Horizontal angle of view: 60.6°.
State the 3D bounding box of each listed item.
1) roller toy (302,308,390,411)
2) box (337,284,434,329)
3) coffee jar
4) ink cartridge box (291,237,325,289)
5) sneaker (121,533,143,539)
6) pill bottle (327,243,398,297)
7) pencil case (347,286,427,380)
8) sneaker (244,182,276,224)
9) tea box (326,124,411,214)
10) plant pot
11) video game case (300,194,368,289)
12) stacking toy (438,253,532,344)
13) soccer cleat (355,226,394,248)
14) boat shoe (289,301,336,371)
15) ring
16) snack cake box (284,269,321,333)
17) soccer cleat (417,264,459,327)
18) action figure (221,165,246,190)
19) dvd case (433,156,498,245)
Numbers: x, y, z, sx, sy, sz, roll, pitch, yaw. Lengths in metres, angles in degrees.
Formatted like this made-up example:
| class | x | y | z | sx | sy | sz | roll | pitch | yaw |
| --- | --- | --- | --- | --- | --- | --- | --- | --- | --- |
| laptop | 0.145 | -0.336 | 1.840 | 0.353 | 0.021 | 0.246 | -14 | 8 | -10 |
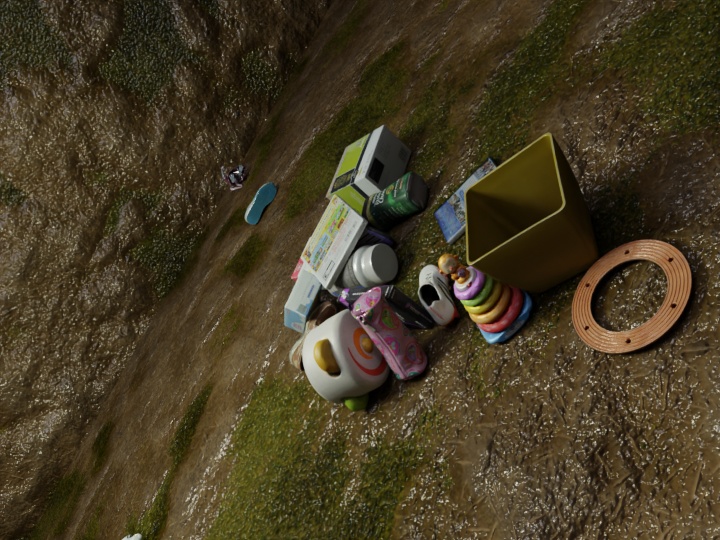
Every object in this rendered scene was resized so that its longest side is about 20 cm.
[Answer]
| class | x | y | z | sx | sy | sz | roll | pitch | yaw |
| --- | --- | --- | --- | --- | --- | --- | --- | --- | --- |
| roller toy | -0.027 | 0.185 | 1.361 | 0.138 | 0.199 | 0.185 | -32 | 29 | 34 |
| box | 0.056 | 0.086 | 1.387 | 0.198 | 0.142 | 0.037 | -9 | 52 | 54 |
| coffee jar | 0.088 | -0.184 | 1.689 | 0.198 | 0.085 | 0.106 | -26 | 41 | 44 |
| ink cartridge box | -0.098 | -0.025 | 1.800 | 0.198 | 0.083 | 0.148 | -7 | 53 | 56 |
| sneaker | -0.725 | 0.861 | 1.881 | 0.197 | 0.075 | 0.088 | -30 | 27 | 27 |
| pill bottle | 0.000 | 0.000 | 1.601 | 0.198 | 0.113 | 0.116 | -18 | 44 | 49 |
| pencil case | 0.058 | 0.133 | 1.271 | 0.086 | 0.202 | 0.088 | -31 | 21 | 14 |
| sneaker | -0.438 | -0.296 | 2.663 | 0.202 | 0.076 | 0.080 | -56 | 26 | -6 |
| tea box | 0.025 | -0.290 | 1.856 | 0.194 | 0.133 | 0.204 | -15 | 47 | 49 |
| plant pot | 0.320 | -0.081 | 1.111 | 0.198 | 0.175 | 0.203 | -34 | 34 | 35 |
| video game case | -0.073 | -0.078 | 1.621 | 0.203 | 0.023 | 0.182 | -60 | 37 | 11 |
| stacking toy | 0.214 | 0.032 | 1.132 | 0.116 | 0.199 | 0.111 | -44 | 29 | 14 |
| soccer cleat | -0.003 | -0.084 | 1.671 | 0.195 | 0.068 | 0.075 | 15 | 79 | 16 |
| boat shoe | -0.116 | 0.180 | 1.643 | 0.203 | 0.075 | 0.072 | -62 | 31 | 7 |
| ring | 0.427 | 0.042 | 0.977 | 0.199 | 0.019 | 0.203 | -38 | 33 | 30 |
| snack cake box | -0.159 | 0.091 | 1.709 | 0.201 | 0.066 | 0.117 | 110 | -177 | -71 |
| soccer cleat | 0.156 | 0.040 | 1.338 | 0.069 | 0.085 | 0.202 | -43 | 30 | 20 |
| action figure | -0.650 | -0.480 | 3.214 | 0.199 | 0.131 | 0.153 | -18 | 86 | 66 |
| dvd case | 0.263 | -0.168 | 1.467 | 0.200 | 0.017 | 0.144 | -46 | 28 | 20 |
